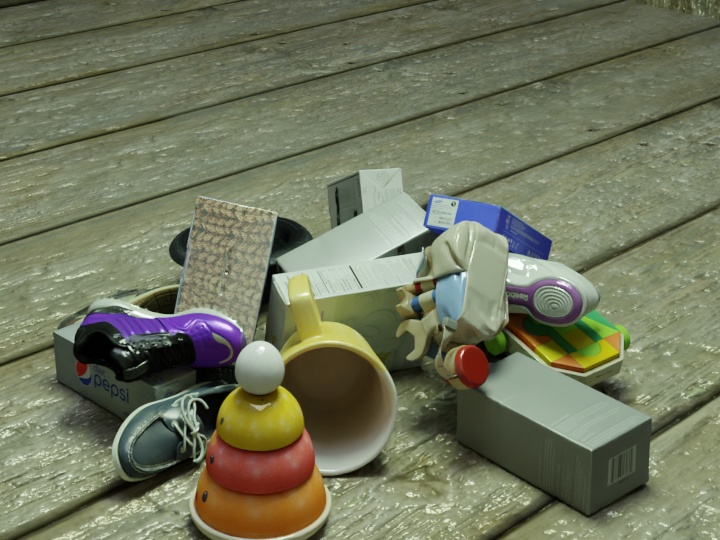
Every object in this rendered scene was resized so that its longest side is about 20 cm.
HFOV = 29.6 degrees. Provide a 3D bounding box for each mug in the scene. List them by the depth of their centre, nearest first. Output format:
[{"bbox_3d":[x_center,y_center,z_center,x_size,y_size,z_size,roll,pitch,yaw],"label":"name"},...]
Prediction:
[{"bbox_3d":[-0.032,0.111,1.511,0.148,0.188,0.153,16,14,-6],"label":"mug"}]

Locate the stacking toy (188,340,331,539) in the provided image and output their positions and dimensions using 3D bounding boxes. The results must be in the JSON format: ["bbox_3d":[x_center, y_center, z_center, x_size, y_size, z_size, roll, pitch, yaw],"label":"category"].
[{"bbox_3d":[-0.100,0.160,1.350,0.144,0.202,0.146,1,23,0],"label":"stacking toy"}]

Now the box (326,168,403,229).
[{"bbox_3d":[0.007,-0.077,1.915,0.059,0.118,0.200,-5,-2,-15],"label":"box"}]

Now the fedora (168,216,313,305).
[{"bbox_3d":[-0.161,-0.006,1.860,0.198,0.093,0.201,1,24,0],"label":"fedora"}]

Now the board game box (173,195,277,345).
[{"bbox_3d":[-0.162,0.000,1.659,0.096,0.161,0.200,11,1,-4],"label":"board game box"}]

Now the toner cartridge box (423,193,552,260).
[{"bbox_3d":[0.160,-0.045,1.676,0.094,0.044,0.200,13,-4,27],"label":"toner cartridge box"}]

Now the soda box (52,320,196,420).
[{"bbox_3d":[-0.277,0.122,1.595,0.199,0.069,0.063,22,30,40],"label":"soda box"}]

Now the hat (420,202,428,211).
[{"bbox_3d":[0.133,-0.061,2.014,0.198,0.082,0.201,1,22,0],"label":"hat"}]

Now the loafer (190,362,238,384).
[{"bbox_3d":[-0.191,0.115,1.629,0.198,0.074,0.071,18,18,23],"label":"loafer"}]

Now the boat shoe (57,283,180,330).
[{"bbox_3d":[-0.293,0.052,1.746,0.199,0.074,0.065,-17,34,-35],"label":"boat shoe"}]

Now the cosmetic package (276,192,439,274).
[{"bbox_3d":[0.000,0.000,1.724,0.199,0.107,0.090,-32,50,-18],"label":"cosmetic package"}]

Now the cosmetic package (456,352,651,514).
[{"bbox_3d":[0.206,0.172,1.483,0.106,0.091,0.199,-20,29,-35],"label":"cosmetic package"}]

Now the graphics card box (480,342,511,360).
[{"bbox_3d":[0.203,0.061,1.724,0.125,0.051,0.200,-17,45,-36],"label":"graphics card box"}]

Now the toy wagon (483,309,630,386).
[{"bbox_3d":[0.222,0.067,1.641,0.154,0.040,0.200,-19,46,-31],"label":"toy wagon"}]

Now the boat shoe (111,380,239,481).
[{"bbox_3d":[-0.188,0.171,1.478,0.061,0.076,0.199,-12,5,33],"label":"boat shoe"}]

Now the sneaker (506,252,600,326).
[{"bbox_3d":[0.191,0.019,1.624,0.199,0.076,0.099,20,18,30],"label":"sneaker"}]

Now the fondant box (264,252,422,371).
[{"bbox_3d":[-0.013,0.062,1.639,0.198,0.145,0.058,-8,42,-21],"label":"fondant box"}]

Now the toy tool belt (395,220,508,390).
[{"bbox_3d":[0.098,0.049,1.534,0.124,0.202,0.122,26,-31,-31],"label":"toy tool belt"}]

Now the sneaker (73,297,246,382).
[{"bbox_3d":[-0.228,0.090,1.512,0.198,0.070,0.100,5,31,14],"label":"sneaker"}]
